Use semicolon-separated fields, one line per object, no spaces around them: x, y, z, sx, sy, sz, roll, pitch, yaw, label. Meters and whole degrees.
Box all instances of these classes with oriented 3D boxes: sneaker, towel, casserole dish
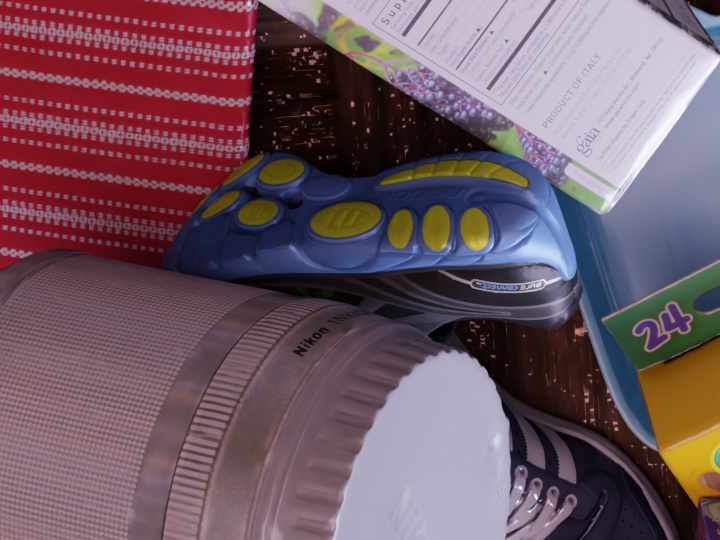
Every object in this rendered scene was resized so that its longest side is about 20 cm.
0.049;0.086;1.167;0.200;0.109;0.070;41;107;-4;sneaker
-0.116;-0.058;1.173;0.144;0.023;0.201;8;122;4;towel
0.145;-0.017;1.163;0.120;0.039;0.201;-16;103;12;casserole dish
0.000;0.000;1.103;0.199;0.071;0.083;1;136;39;sneaker

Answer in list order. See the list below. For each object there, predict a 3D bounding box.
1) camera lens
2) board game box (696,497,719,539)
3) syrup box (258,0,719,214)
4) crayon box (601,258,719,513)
-0.063;0.083;1.059;0.199;0.160;0.161;11;108;28;camera lens
0.195;0.167;1.158;0.119;0.032;0.201;-3;131;1;board game box
0.031;-0.114;1.061;0.199;0.079;0.082;29;108;-21;syrup box
0.197;0.070;1.128;0.125;0.052;0.200;-27;127;14;crayon box
